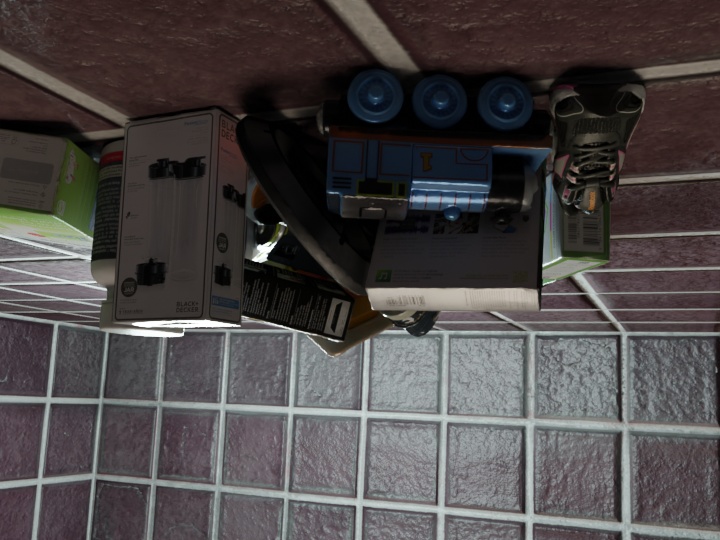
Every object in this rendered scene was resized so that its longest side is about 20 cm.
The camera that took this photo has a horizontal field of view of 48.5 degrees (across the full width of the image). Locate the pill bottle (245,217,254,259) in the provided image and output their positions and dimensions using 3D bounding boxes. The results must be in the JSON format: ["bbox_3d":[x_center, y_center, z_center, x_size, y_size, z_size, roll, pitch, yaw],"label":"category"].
[{"bbox_3d":[-0.254,-0.040,1.104,0.199,0.113,0.112,6,170,-20],"label":"pill bottle"}]

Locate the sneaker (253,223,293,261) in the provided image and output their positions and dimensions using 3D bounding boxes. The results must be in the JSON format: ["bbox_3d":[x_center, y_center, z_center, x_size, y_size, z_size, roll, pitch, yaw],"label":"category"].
[{"bbox_3d":[-0.117,-0.051,1.147,0.080,0.074,0.200,2,174,-20],"label":"sneaker"}]

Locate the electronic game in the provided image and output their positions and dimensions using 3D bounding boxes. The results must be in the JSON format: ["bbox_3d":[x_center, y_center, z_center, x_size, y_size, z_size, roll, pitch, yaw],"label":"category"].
[{"bbox_3d":[-0.048,-0.061,0.749,0.042,0.201,0.200,-36,161,11],"label":"electronic game"}]

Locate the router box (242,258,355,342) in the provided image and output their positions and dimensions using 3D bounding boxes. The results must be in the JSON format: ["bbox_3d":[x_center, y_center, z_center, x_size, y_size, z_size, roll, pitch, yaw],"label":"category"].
[{"bbox_3d":[-0.092,0.026,0.897,0.148,0.051,0.200,16,-178,-7],"label":"router box"}]

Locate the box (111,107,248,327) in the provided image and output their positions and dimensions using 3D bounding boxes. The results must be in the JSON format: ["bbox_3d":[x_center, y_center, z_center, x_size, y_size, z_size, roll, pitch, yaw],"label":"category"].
[{"bbox_3d":[-0.172,-0.047,0.776,0.116,0.201,0.060,-4,170,26],"label":"box"}]

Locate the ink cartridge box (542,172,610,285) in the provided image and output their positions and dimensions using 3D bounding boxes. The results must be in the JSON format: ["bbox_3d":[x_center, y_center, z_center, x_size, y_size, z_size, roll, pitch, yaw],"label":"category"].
[{"bbox_3d":[0.231,-0.047,0.961,0.059,0.105,0.200,4,171,-7],"label":"ink cartridge box"}]

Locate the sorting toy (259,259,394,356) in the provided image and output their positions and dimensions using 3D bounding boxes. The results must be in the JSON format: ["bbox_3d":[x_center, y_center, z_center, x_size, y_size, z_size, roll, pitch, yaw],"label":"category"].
[{"bbox_3d":[-0.019,0.015,1.078,0.199,0.037,0.185,-26,-127,-38],"label":"sorting toy"}]

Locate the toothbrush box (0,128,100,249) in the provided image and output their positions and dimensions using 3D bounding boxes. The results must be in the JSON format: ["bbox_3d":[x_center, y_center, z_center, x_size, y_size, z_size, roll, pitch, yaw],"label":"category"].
[{"bbox_3d":[-0.365,-0.088,0.895,0.145,0.087,0.200,9,172,2],"label":"toothbrush box"}]

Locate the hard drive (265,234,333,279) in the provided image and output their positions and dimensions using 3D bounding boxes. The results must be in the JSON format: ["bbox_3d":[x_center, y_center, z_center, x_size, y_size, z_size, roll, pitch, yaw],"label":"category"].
[{"bbox_3d":[0.000,0.000,0.943,0.199,0.043,0.135,15,-179,40],"label":"hard drive"}]

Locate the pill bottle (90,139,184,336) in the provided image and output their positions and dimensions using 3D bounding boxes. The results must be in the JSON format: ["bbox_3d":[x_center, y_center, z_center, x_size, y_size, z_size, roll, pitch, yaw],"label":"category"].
[{"bbox_3d":[-0.233,-0.032,0.880,0.119,0.201,0.120,3,171,0],"label":"pill bottle"}]

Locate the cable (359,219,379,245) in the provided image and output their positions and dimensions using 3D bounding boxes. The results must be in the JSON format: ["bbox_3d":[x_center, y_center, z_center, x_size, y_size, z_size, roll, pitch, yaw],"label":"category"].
[{"bbox_3d":[0.050,-0.042,1.029,0.163,0.051,0.200,38,179,6],"label":"cable"}]

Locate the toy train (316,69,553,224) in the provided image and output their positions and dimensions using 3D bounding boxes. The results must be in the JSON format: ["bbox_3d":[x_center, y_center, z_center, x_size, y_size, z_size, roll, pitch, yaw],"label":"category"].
[{"bbox_3d":[0.061,-0.098,0.665,0.199,0.115,0.087,3,171,-1],"label":"toy train"}]

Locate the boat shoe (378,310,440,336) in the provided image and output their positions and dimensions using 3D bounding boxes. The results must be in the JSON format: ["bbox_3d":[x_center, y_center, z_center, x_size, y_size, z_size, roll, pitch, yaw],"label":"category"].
[{"bbox_3d":[0.077,-0.032,0.787,0.075,0.201,0.062,0,152,38],"label":"boat shoe"}]

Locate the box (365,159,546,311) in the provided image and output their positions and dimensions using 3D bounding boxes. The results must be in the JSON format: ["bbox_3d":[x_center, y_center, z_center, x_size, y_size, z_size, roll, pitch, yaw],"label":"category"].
[{"bbox_3d":[0.091,-0.052,0.714,0.143,0.201,0.036,0,142,16],"label":"box"}]

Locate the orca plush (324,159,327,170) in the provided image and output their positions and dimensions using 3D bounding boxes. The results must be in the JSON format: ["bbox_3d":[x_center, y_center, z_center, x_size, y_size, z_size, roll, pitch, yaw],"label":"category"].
[{"bbox_3d":[-0.008,-0.103,0.896,0.105,0.071,0.200,-41,-174,-13],"label":"orca plush"}]

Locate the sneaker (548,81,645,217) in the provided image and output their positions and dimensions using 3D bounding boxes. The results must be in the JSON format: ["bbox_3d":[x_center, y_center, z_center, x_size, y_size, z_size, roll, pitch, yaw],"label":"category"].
[{"bbox_3d":[0.207,-0.099,0.704,0.080,0.087,0.200,-2,169,14],"label":"sneaker"}]

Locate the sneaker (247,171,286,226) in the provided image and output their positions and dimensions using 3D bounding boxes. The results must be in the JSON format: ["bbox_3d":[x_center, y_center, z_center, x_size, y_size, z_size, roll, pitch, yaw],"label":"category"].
[{"bbox_3d":[-0.102,-0.091,0.944,0.092,0.076,0.200,22,-177,23],"label":"sneaker"}]
